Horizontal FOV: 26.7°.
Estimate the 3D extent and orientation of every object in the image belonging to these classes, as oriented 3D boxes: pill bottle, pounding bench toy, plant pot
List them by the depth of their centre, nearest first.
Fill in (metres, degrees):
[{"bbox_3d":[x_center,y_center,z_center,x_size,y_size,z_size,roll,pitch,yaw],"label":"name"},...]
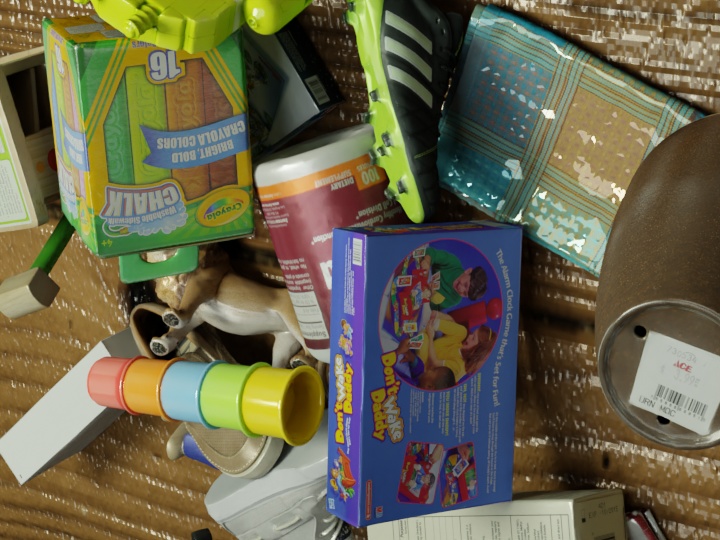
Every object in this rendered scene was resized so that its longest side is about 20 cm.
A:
[{"bbox_3d":[0.218,0.023,0.921,0.186,0.200,0.188,11,117,23],"label":"plant pot"},{"bbox_3d":[0.000,0.000,1.129,0.114,0.114,0.201,-11,102,37],"label":"pill bottle"},{"bbox_3d":[-0.261,-0.078,1.252,0.124,0.156,0.201,-7,105,35],"label":"pounding bench toy"}]

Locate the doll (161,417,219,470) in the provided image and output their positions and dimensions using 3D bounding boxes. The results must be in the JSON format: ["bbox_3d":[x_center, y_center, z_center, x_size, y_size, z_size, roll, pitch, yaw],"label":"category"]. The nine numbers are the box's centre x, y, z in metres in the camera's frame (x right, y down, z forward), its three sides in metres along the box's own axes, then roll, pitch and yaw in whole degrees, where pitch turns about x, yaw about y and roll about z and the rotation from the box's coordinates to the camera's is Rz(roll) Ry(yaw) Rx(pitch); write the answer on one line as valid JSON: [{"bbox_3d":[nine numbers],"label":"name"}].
[{"bbox_3d":[-0.079,0.141,1.282,0.199,0.048,0.137,9,118,31],"label":"doll"}]

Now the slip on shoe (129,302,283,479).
[{"bbox_3d":[-0.129,0.092,1.236,0.076,0.060,0.200,-49,46,15],"label":"slip on shoe"}]

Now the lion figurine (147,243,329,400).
[{"bbox_3d":[-0.091,0.029,1.226,0.199,0.123,0.073,26,132,5],"label":"lion figurine"}]

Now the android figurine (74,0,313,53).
[{"bbox_3d":[-0.116,-0.225,1.063,0.182,0.200,0.041,36,143,14],"label":"android figurine"}]

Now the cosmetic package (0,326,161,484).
[{"bbox_3d":[-0.244,0.115,1.366,0.200,0.082,0.051,-40,85,38],"label":"cosmetic package"}]

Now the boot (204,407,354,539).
[{"bbox_3d":[-0.032,0.177,1.212,0.096,0.074,0.200,46,134,-15],"label":"boot"}]

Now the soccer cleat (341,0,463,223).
[{"bbox_3d":[0.038,-0.135,1.052,0.068,0.080,0.202,159,99,-76],"label":"soccer cleat"}]

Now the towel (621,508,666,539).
[{"bbox_3d":[0.175,0.275,1.180,0.199,0.023,0.145,-30,91,39],"label":"towel"}]

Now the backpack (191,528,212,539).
[{"bbox_3d":[-0.164,0.365,1.352,0.191,0.200,0.154,50,159,-2],"label":"backpack"}]

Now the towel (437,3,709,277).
[{"bbox_3d":[0.142,-0.082,1.058,0.199,0.022,0.147,32,124,20],"label":"towel"}]

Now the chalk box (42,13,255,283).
[{"bbox_3d":[-0.154,-0.085,1.120,0.124,0.124,0.202,-142,45,-61],"label":"chalk box"}]

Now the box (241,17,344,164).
[{"bbox_3d":[-0.116,-0.182,1.184,0.136,0.038,0.201,-30,90,39],"label":"box"}]

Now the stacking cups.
[{"bbox_3d":[-0.123,0.091,1.173,0.199,0.060,0.061,7,112,34],"label":"stacking cups"}]

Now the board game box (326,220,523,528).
[{"bbox_3d":[0.045,0.069,1.068,0.045,0.134,0.202,14,105,57],"label":"board game box"}]

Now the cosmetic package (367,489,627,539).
[{"bbox_3d":[0.102,0.221,1.152,0.199,0.071,0.106,-7,86,41],"label":"cosmetic package"}]
